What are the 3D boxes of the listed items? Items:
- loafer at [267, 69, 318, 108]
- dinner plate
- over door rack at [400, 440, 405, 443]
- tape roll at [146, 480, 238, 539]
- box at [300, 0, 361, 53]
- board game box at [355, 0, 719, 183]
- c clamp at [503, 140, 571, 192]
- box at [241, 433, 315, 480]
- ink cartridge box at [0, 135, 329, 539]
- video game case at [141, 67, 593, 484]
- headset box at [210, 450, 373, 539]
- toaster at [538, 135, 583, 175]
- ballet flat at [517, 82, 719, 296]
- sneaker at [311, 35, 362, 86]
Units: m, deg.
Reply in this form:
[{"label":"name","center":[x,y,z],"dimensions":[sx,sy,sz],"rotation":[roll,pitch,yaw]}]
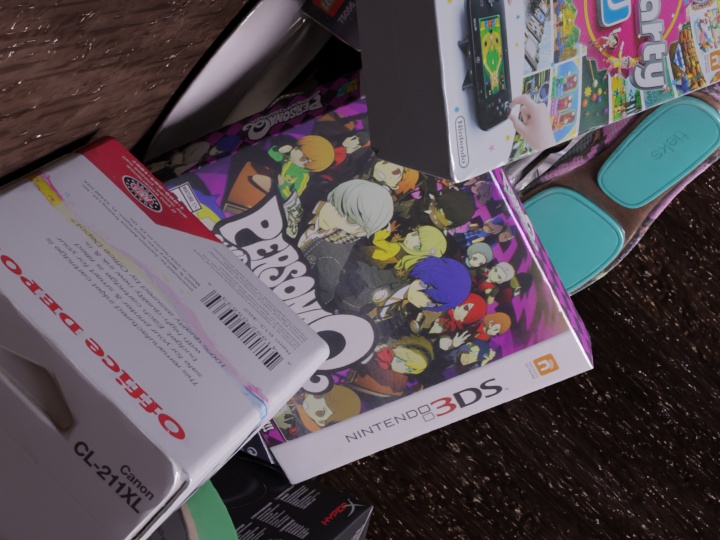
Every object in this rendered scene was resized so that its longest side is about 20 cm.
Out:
[{"label":"loafer","center":[-0.017,-0.089,1.565],"dimensions":[0.070,0.075,0.200],"rotation":[82,29,-48]},{"label":"dinner plate","center":[-0.042,-0.122,1.309],"dimensions":[0.200,0.024,0.200],"rotation":[-48,176,-4]},{"label":"over door rack","center":[-0.033,0.016,1.414],"dimensions":[0.067,0.200,0.148],"rotation":[-42,-176,8]},{"label":"tape roll","center":[-0.143,0.112,1.082],"dimensions":[0.048,0.200,0.200],"rotation":[-50,177,27]},{"label":"box","center":[0.051,-0.196,1.241],"dimensions":[0.200,0.040,0.137],"rotation":[-55,173,5]},{"label":"board game box","center":[0.092,-0.143,1.161],"dimensions":[0.199,0.148,0.064],"rotation":[-22,-153,-35]},{"label":"c clamp","center":[0.084,-0.049,1.415],"dimensions":[0.171,0.027,0.200],"rotation":[-45,178,-16]},{"label":"box","center":[-0.090,0.079,1.752],"dimensions":[0.181,0.105,0.200],"rotation":[-9,-158,36]},{"label":"ink cartridge box","center":[-0.114,0.035,1.049],"dimensions":[0.083,0.146,0.200],"rotation":[-46,178,20]},{"label":"video game case","center":[0.000,0.000,1.279],"dimensions":[0.180,0.201,0.036],"rotation":[-22,-151,13]},{"label":"headset box","center":[-0.116,0.143,1.317],"dimensions":[0.149,0.199,0.075],"rotation":[-34,142,-62]},{"label":"toaster","center":[0.112,-0.141,1.632],"dimensions":[0.181,0.118,0.201],"rotation":[155,-48,-79]},{"label":"ballet flat","center":[0.136,-0.051,1.363],"dimensions":[0.200,0.069,0.071],"rotation":[-44,-167,35]},{"label":"sneaker","center":[0.033,-0.154,1.400],"dimensions":[0.072,0.072,0.200],"rotation":[-6,149,-34]}]
